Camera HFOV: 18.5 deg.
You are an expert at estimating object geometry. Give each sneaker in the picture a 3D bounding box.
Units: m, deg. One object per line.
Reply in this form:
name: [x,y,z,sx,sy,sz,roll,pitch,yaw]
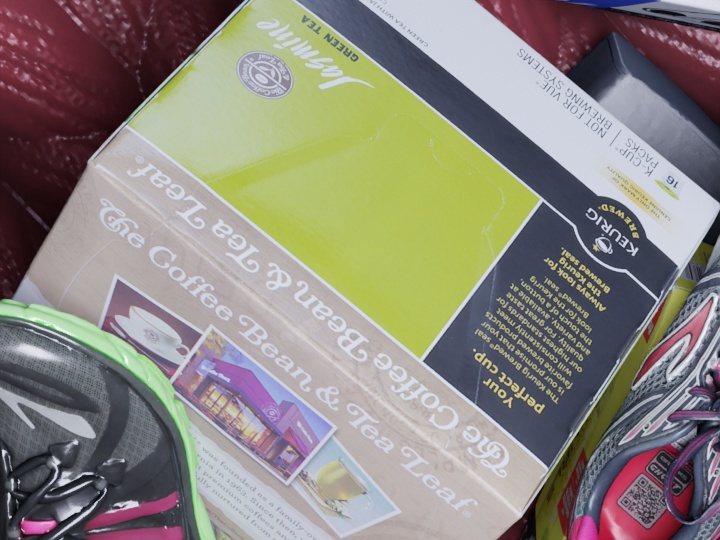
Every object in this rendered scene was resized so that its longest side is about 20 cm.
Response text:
sneaker: [-0.101,0.094,0.815,0.084,0.077,0.200,-58,134,-44]
sneaker: [0.149,0.047,0.862,0.080,0.075,0.200,32,109,11]

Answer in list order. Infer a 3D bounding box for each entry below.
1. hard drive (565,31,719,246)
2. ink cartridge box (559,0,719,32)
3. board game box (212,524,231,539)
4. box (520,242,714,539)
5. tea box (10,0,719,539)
hard drive: [0.140,0.005,1.011,0.135,0.042,0.200,-43,103,2]
ink cartridge box: [0.128,-0.136,0.974,0.199,0.094,0.044,9,93,-13]
board game box: [-0.037,0.172,0.996,0.120,0.032,0.201,7,93,-17]
box: [0.116,0.088,0.967,0.050,0.075,0.201,20,112,-6]
tea box: [0.000,0.000,0.874,0.200,0.134,0.197,40,49,1]
